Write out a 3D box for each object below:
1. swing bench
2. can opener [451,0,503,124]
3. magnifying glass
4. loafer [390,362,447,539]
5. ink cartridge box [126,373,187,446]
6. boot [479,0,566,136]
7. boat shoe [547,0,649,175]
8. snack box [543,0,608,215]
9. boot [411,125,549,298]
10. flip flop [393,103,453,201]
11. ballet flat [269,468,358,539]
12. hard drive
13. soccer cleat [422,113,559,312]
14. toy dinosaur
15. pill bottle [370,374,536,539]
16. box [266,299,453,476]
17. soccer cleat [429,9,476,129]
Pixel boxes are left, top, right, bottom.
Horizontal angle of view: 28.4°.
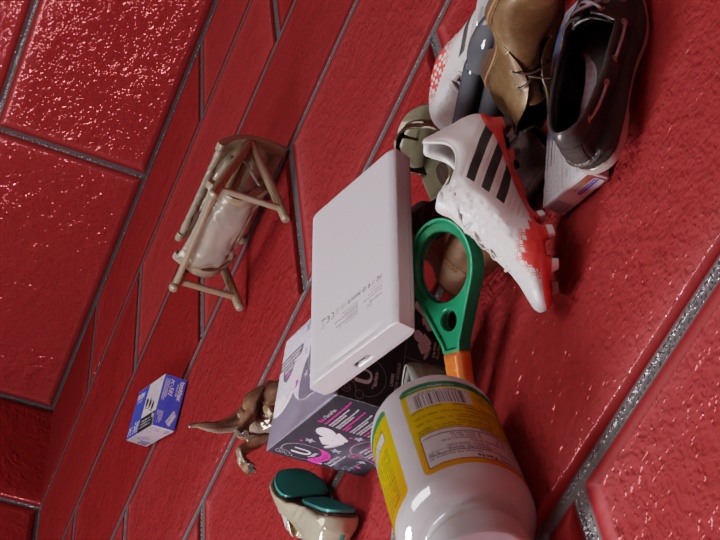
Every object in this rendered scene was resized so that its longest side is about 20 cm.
[{"bbox_3d":[-0.204,-0.084,2.207,0.201,0.129,0.200,-96,28,-53],"label":"swing bench"},{"bbox_3d":[0.112,-0.177,1.341,0.066,0.053,0.201,-36,-30,-32],"label":"can opener"},{"bbox_3d":[0.083,0.052,1.259,0.079,0.022,0.202,-18,73,44],"label":"magnifying glass"},{"bbox_3d":[0.047,0.181,1.274,0.070,0.069,0.202,148,137,-64],"label":"loafer"},{"bbox_3d":[-0.360,0.248,2.508,0.200,0.044,0.095,147,139,-65],"label":"ink cartridge box"},{"bbox_3d":[0.145,-0.184,1.193,0.200,0.073,0.076,88,166,-68],"label":"boot"},{"bbox_3d":[0.191,-0.175,1.160,0.067,0.057,0.201,-15,54,41],"label":"boat shoe"},{"bbox_3d":[0.190,-0.151,1.230,0.072,0.024,0.201,136,147,-55],"label":"snack box"},{"bbox_3d":[0.117,-0.071,1.349,0.167,0.072,0.200,-56,19,11],"label":"boot"},{"bbox_3d":[0.067,-0.129,1.531,0.200,0.057,0.082,-106,38,-61],"label":"flip flop"},{"bbox_3d":[-0.055,0.266,1.529,0.200,0.069,0.070,-161,88,-72],"label":"ballet flat"},{"bbox_3d":[0.000,0.000,1.322,0.132,0.026,0.201,-38,38,39],"label":"hard drive"},{"bbox_3d":[0.110,-0.046,1.206,0.069,0.084,0.201,78,176,-61],"label":"soccer cleat"},{"bbox_3d":[-0.091,0.149,1.621,0.198,0.086,0.136,-16,42,18],"label":"toy dinosaur"},{"bbox_3d":[0.076,0.178,1.120,0.200,0.112,0.113,-109,40,-63],"label":"pill bottle"},{"bbox_3d":[-0.004,0.109,1.427,0.200,0.114,0.133,138,145,-58],"label":"box"},{"bbox_3d":[0.126,-0.216,1.399,0.201,0.068,0.085,-59,17,26],"label":"soccer cleat"}]
